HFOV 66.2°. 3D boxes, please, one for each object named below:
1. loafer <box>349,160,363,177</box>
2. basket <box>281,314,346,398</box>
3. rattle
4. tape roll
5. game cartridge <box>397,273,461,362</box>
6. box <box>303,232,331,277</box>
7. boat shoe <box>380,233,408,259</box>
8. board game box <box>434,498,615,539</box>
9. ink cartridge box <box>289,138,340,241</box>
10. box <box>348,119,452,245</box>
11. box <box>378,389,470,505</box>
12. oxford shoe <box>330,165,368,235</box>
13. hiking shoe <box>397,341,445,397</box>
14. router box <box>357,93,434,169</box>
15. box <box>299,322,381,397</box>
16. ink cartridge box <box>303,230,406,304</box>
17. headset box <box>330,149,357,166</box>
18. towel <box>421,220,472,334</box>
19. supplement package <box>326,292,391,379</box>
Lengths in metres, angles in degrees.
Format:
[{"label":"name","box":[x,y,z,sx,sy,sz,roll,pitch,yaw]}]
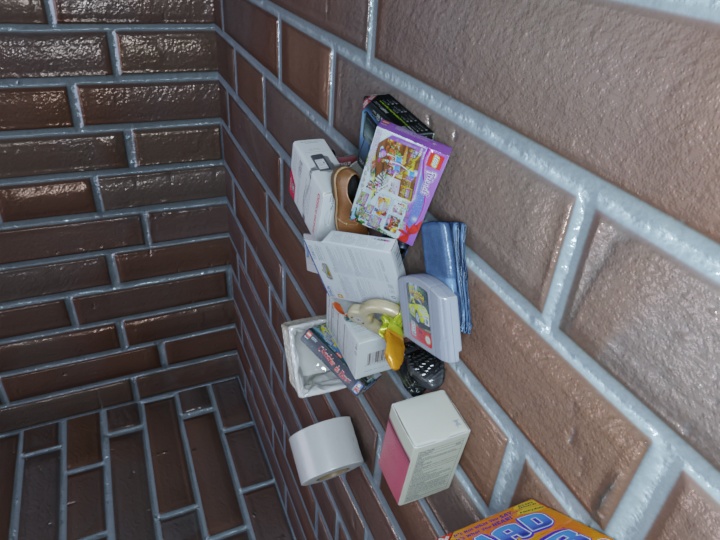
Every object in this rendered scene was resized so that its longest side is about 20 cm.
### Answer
[{"label":"loafer","box":[0.024,-0.185,1.190,0.070,0.070,0.200,-47,46,8]},{"label":"basket","box":[-0.108,0.227,1.553,0.161,0.197,0.202,-175,76,-73]},{"label":"rattle","box":[0.012,0.138,1.179,0.130,0.197,0.145,44,-126,-60]},{"label":"tape roll","box":[-0.103,0.544,1.661,0.203,0.200,0.141,118,137,-56]},{"label":"game cartridge","box":[0.121,0.076,1.011,0.200,0.040,0.135,-156,61,-70]},{"label":"box","box":[-0.060,-0.047,1.416,0.199,0.111,0.103,-165,68,-66]},{"label":"boat shoe","box":[0.049,-0.023,1.186,0.201,0.083,0.069,112,165,-56]},{"label":"board game box","box":[0.247,0.484,0.780,0.199,0.197,0.203,170,89,-68]},{"label":"ink cartridge box","box":[-0.094,-0.186,1.282,0.201,0.082,0.146,60,150,36]},{"label":"box","box":[0.068,-0.156,1.009,0.039,0.135,0.202,-61,-7,-51]},{"label":"box","box":[0.124,0.360,1.123,0.109,0.126,0.202,-123,32,-45]},{"label":"oxford shoe","box":[-0.013,-0.115,1.158,0.071,0.071,0.202,28,138,53]},{"label":"hiking shoe","box":[0.127,0.217,1.145,0.200,0.075,0.102,-147,42,-73]},{"label":"router box","box":[0.063,-0.241,1.097,0.201,0.061,0.151,-124,31,-45]},{"label":"box","box":[-0.047,0.217,1.381,0.200,0.136,0.038,43,104,13]},{"label":"ink cartridge box","box":[0.000,0.000,1.153,0.197,0.044,0.198,12,145,25]},{"label":"headset box","box":[-0.060,-0.202,1.396,0.148,0.074,0.203,-165,67,-65]},{"label":"towel","box":[0.156,0.009,0.997,0.111,0.048,0.203,-163,64,-70]},{"label":"supplement package","box":[0.004,0.142,1.336,0.201,0.115,0.119,-125,30,-47]}]
